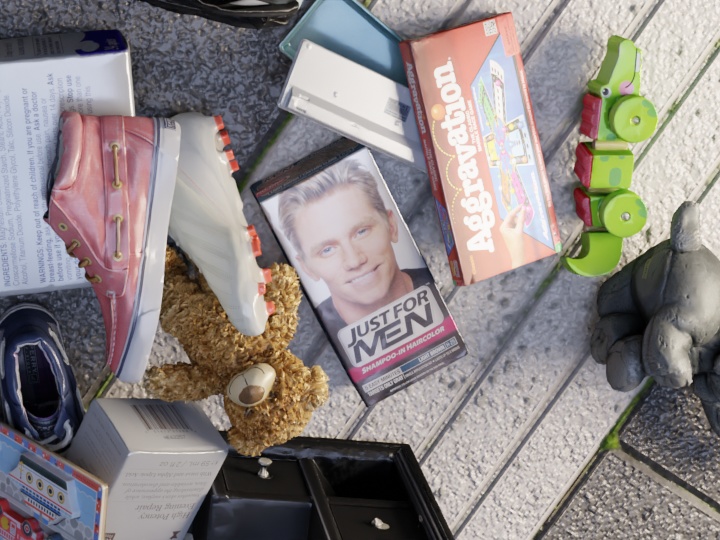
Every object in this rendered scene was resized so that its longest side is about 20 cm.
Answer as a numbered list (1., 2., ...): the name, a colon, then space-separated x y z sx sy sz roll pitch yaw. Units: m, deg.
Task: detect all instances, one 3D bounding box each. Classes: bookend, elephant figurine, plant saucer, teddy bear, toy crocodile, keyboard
1. bookend: -0.043 0.212 1.666 0.199 0.199 0.092 5 108 -11
2. elephant figurine: 0.303 0.058 1.737 0.200 0.155 0.142 19 59 -26
3. plant saucer: 0.029 -0.146 1.668 0.200 0.019 0.070 38 97 -18
4. teddy bear: -0.108 0.045 1.632 0.145 0.067 0.201 -12 68 -5
5. toy crocodile: 0.201 -0.092 1.689 0.062 0.068 0.201 1 107 -10
6. keyboard: 0.026 -0.119 1.632 0.200 0.011 0.056 22 81 -31

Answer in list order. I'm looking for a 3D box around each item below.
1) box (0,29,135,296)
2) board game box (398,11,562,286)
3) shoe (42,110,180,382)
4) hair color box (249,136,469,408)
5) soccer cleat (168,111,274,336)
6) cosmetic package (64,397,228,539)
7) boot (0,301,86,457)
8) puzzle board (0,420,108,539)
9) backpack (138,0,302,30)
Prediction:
1. box: -0.271 -0.081 1.585 0.199 0.105 0.185 -6 108 -9
2. board game box: 0.098 -0.098 1.660 0.103 0.019 0.201 -19 102 -28
3. shoe: -0.191 -0.019 1.531 0.091 0.071 0.201 6 101 -13
4. hair color box: 0.000 0.000 1.683 0.100 0.061 0.200 -28 109 -2
5. soccer cleat: -0.121 -0.032 1.605 0.077 0.200 0.069 -18 154 0
6. cosmetic package: -0.196 0.198 1.659 0.101 0.074 0.200 3 124 -39
7. boot: -0.253 0.131 1.660 0.073 0.090 0.201 -15 109 -6
8. puzzle board: -0.270 0.203 1.632 0.017 0.200 0.151 -12 116 -43
9. backpack: -0.125 -0.255 1.534 0.200 0.167 0.127 18 86 -22
